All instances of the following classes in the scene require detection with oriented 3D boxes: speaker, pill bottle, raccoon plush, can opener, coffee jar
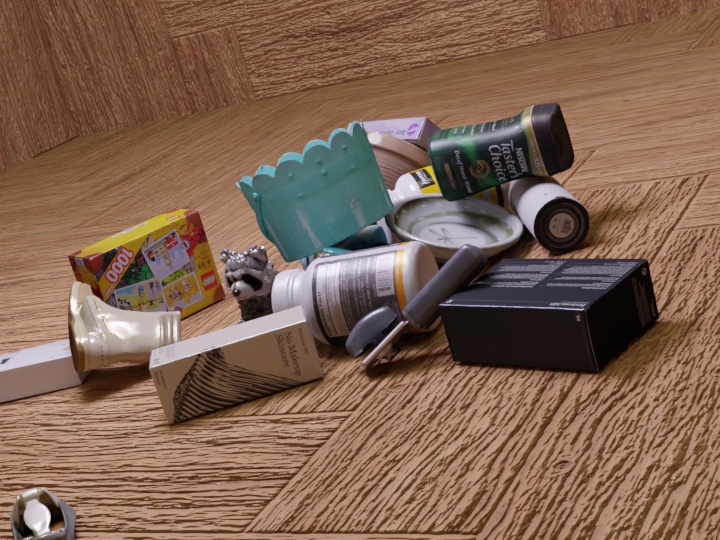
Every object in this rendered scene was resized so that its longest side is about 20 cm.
[{"bbox_3d":[0.268,-0.089,1.812,0.081,0.082,0.200,-16,16,0],"label":"speaker"},{"bbox_3d":[-0.004,0.033,1.605,0.199,0.117,0.116,-9,18,22],"label":"pill bottle"},{"bbox_3d":[-0.138,0.009,1.777,0.096,0.135,0.200,-15,16,9],"label":"raccoon plush"},{"bbox_3d":[0.061,0.037,1.493,0.200,0.067,0.053,-48,-14,10],"label":"can opener"},{"bbox_3d":[0.205,-0.172,1.824,0.199,0.105,0.085,-14,21,20],"label":"coffee jar"},{"bbox_3d":[0.125,-0.109,1.955,0.199,0.113,0.112,-19,17,-11],"label":"pill bottle"}]

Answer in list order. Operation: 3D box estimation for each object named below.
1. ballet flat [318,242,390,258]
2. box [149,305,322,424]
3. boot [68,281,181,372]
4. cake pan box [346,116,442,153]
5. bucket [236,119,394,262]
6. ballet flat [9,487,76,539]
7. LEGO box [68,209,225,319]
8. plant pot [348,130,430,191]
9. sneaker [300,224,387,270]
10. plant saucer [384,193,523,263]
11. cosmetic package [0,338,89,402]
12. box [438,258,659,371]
[{"bbox_3d":[0.000,0.000,1.743,0.070,0.071,0.200,-8,0,25],"label":"ballet flat"},{"bbox_3d":[-0.152,0.115,1.545,0.199,0.082,0.068,-18,16,-2],"label":"box"},{"bbox_3d":[-0.331,0.074,1.774,0.155,0.073,0.200,-3,25,-16],"label":"boot"},{"bbox_3d":[0.095,-0.192,2.158,0.200,0.184,0.053,2,67,48],"label":"cake pan box"},{"bbox_3d":[-0.059,-0.110,1.782,0.207,0.135,0.207,-25,8,4],"label":"bucket"},{"bbox_3d":[-0.323,0.254,1.279,0.067,0.064,0.200,-20,17,-15],"label":"ballet flat"},{"bbox_3d":[-0.325,0.011,1.926,0.200,0.150,0.077,-29,21,-35],"label":"LEGO box"},{"bbox_3d":[0.039,-0.147,2.124,0.200,0.201,0.093,3,65,48],"label":"plant pot"},{"bbox_3d":[-0.047,-0.011,1.866,0.130,0.080,0.200,-7,9,23],"label":"sneaker"},{"bbox_3d":[0.133,-0.053,1.815,0.199,0.050,0.200,3,26,-2],"label":"plant saucer"},{"bbox_3d":[-0.487,0.147,1.808,0.199,0.051,0.083,-13,18,8],"label":"cosmetic package"},{"bbox_3d":[0.212,0.046,1.425,0.199,0.079,0.141,1,21,44],"label":"box"}]
